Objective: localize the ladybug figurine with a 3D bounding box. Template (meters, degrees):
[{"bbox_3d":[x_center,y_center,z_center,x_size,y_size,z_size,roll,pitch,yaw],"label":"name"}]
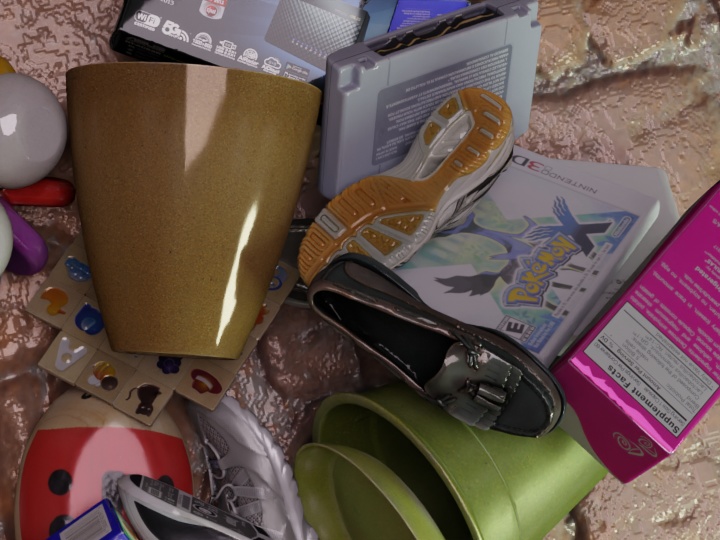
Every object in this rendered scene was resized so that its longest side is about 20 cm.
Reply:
[{"bbox_3d":[-0.187,0.177,1.647,0.136,0.072,0.200,1,82,-13],"label":"ladybug figurine"}]

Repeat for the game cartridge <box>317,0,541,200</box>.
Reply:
[{"bbox_3d":[0.051,-0.125,1.678,0.200,0.040,0.133,-21,129,-34],"label":"game cartridge"}]

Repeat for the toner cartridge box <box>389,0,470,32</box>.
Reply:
[{"bbox_3d":[-0.013,-0.167,1.752,0.200,0.043,0.095,1,83,-12],"label":"toner cartridge box"}]

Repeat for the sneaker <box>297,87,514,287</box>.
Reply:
[{"bbox_3d":[0.042,-0.043,1.646,0.200,0.088,0.076,-41,65,-7],"label":"sneaker"}]

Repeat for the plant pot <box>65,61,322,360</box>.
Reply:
[{"bbox_3d":[-0.127,-0.038,1.602,0.186,0.186,0.200,5,85,-12],"label":"plant pot"}]

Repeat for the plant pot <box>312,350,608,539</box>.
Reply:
[{"bbox_3d":[0.098,0.135,1.674,0.190,0.200,0.200,-32,90,-27],"label":"plant pot"}]

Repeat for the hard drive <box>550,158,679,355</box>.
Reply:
[{"bbox_3d":[0.193,-0.010,1.725,0.132,0.027,0.200,4,44,-12],"label":"hard drive"}]

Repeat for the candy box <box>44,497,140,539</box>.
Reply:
[{"bbox_3d":[-0.186,0.293,1.582,0.169,0.077,0.200,-36,112,-2],"label":"candy box"}]

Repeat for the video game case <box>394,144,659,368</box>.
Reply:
[{"bbox_3d":[0.104,-0.022,1.687,0.182,0.022,0.200,22,48,21],"label":"video game case"}]

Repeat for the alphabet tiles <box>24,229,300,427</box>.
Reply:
[{"bbox_3d":[-0.148,0.016,1.672,0.166,0.006,0.200,27,64,12],"label":"alphabet tiles"}]

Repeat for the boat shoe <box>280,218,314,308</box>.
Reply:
[{"bbox_3d":[0.000,-0.003,1.722,0.201,0.060,0.072,10,80,-11],"label":"boat shoe"}]

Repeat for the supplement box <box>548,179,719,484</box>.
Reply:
[{"bbox_3d":[0.228,0.042,1.599,0.103,0.101,0.200,44,69,3],"label":"supplement box"}]

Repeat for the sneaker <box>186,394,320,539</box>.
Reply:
[{"bbox_3d":[-0.087,0.182,1.668,0.082,0.075,0.200,-27,89,-16],"label":"sneaker"}]

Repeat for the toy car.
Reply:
[{"bbox_3d":[-0.285,-0.053,1.631,0.150,0.175,0.200,38,71,-43],"label":"toy car"}]

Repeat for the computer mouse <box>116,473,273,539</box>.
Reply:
[{"bbox_3d":[-0.090,0.205,1.598,0.200,0.110,0.044,25,95,-4],"label":"computer mouse"}]

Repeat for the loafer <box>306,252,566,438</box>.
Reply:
[{"bbox_3d":[0.048,0.061,1.550,0.200,0.063,0.072,32,113,12],"label":"loafer"}]

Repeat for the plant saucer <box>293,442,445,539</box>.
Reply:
[{"bbox_3d":[0.021,0.207,1.627,0.031,0.200,0.200,-30,89,-24],"label":"plant saucer"}]

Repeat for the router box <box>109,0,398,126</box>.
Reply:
[{"bbox_3d":[-0.073,-0.210,1.690,0.200,0.062,0.150,19,77,-9],"label":"router box"}]
